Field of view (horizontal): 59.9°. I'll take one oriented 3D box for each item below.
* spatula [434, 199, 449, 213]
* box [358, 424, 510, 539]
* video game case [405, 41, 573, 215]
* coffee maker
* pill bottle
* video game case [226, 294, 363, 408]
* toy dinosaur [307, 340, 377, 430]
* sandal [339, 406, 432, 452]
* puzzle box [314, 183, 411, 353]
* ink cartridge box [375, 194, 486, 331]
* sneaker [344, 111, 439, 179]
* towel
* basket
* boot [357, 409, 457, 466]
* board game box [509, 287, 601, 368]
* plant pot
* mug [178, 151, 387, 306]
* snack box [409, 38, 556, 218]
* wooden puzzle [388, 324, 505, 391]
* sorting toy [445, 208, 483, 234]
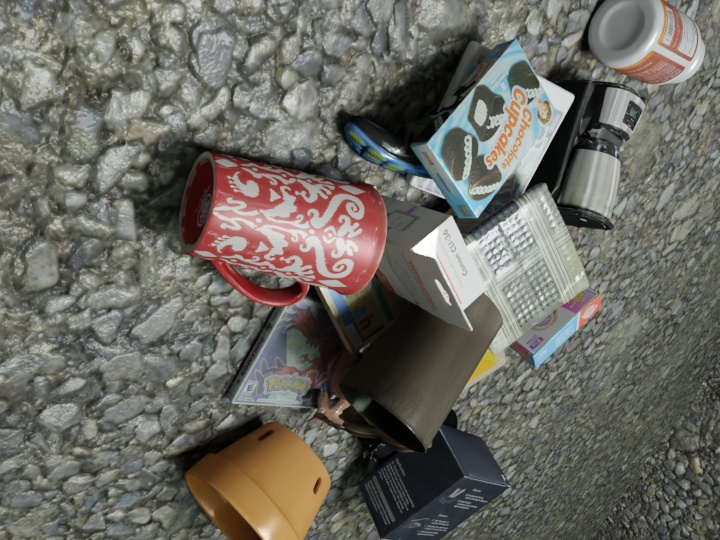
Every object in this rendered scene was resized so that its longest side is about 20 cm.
[{"bbox_3d":[0.140,-0.124,0.934,0.056,0.021,0.201,22,105,-49],"label":"spatula"},{"bbox_3d":[0.139,0.399,1.164,0.200,0.118,0.196,-42,140,15],"label":"box"},{"bbox_3d":[0.181,-0.184,0.869,0.181,0.023,0.201,16,110,-27],"label":"video game case"},{"bbox_3d":[0.310,-0.179,0.950,0.135,0.191,0.202,18,87,-68],"label":"coffee maker"},{"bbox_3d":[0.448,-0.350,0.962,0.199,0.112,0.113,0,120,-42],"label":"pill bottle"},{"bbox_3d":[-0.078,0.127,0.934,0.199,0.023,0.183,17,108,-47],"label":"video game case"},{"bbox_3d":[-0.023,0.163,0.937,0.135,0.086,0.201,-21,128,-20],"label":"toy dinosaur"},{"bbox_3d":[0.033,0.237,0.998,0.081,0.199,0.055,-8,99,-35],"label":"sandal"},{"bbox_3d":[0.000,0.000,0.856,0.133,0.025,0.201,-35,119,-17],"label":"puzzle box"},{"bbox_3d":[0.075,-0.014,0.761,0.067,0.200,0.117,-40,121,-13],"label":"ink cartridge box"},{"bbox_3d":[0.071,-0.162,0.790,0.198,0.071,0.083,10,95,-20],"label":"sneaker"},{"bbox_3d":[0.222,0.001,0.905,0.192,0.035,0.201,-35,116,-4],"label":"towel"},{"bbox_3d":[0.084,0.113,0.815,0.200,0.136,0.180,-50,-178,-18],"label":"basket"},{"bbox_3d":[0.092,0.300,1.178,0.198,0.073,0.163,-34,140,-8],"label":"boot"},{"bbox_3d":[0.269,0.045,1.041,0.153,0.200,0.040,-39,139,-9],"label":"board game box"},{"bbox_3d":[-0.138,0.322,0.917,0.140,0.199,0.201,-41,142,-33],"label":"plant pot"},{"bbox_3d":[-0.094,-0.033,0.695,0.199,0.133,0.179,12,101,-33],"label":"mug"},{"bbox_3d":[0.157,-0.175,0.771,0.200,0.037,0.116,-51,118,-21],"label":"snack box"},{"bbox_3d":[0.142,0.119,0.950,0.184,0.037,0.201,-28,124,-19],"label":"wooden puzzle"},{"bbox_3d":[0.149,-0.008,0.980,0.200,0.107,0.180,-42,132,-8],"label":"sorting toy"}]
